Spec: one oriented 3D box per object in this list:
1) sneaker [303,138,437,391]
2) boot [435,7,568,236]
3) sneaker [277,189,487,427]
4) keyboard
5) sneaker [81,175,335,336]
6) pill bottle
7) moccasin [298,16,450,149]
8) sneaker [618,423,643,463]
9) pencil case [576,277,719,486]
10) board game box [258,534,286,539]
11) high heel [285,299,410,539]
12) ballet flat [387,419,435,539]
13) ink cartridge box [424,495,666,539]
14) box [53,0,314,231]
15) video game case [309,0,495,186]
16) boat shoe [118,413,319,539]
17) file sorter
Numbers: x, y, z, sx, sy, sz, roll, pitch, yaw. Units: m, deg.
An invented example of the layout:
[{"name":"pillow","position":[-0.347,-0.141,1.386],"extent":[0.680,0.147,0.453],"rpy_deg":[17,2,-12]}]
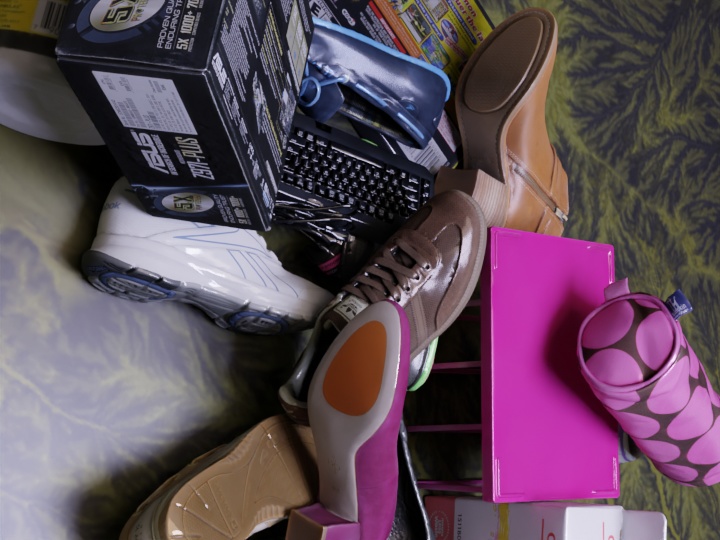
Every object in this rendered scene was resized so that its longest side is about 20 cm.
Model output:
[{"name":"sneaker","position":[0.000,0.000,0.889],"extent":[0.083,0.077,0.201],"rpy_deg":[-15,83,-33]},{"name":"boot","position":[0.143,-0.109,0.989],"extent":[0.154,0.073,0.201],"rpy_deg":[22,93,-49]},{"name":"sneaker","position":[0.016,0.029,0.804],"extent":[0.201,0.070,0.075],"rpy_deg":[-57,153,8]},{"name":"keyboard","position":[-0.028,-0.067,0.824],"extent":[0.199,0.040,0.105],"rpy_deg":[18,63,-23]},{"name":"sneaker","position":[-0.095,-0.008,0.812],"extent":[0.199,0.074,0.088],"rpy_deg":[23,64,-35]},{"name":"pill bottle","position":[-0.181,-0.193,0.740],"extent":[0.114,0.114,0.202],"rpy_deg":[22,70,-34]},{"name":"moccasin","position":[-0.022,-0.142,0.862],"extent":[0.199,0.080,0.069],"rpy_deg":[14,83,-19]},{"name":"sneaker","position":[0.215,0.071,1.017],"extent":[0.072,0.114,0.202],"rpy_deg":[-3,84,-37]},{"name":"pencil case","position":[0.237,0.092,0.895],"extent":[0.200,0.090,0.094],"rpy_deg":[49,21,-47]},{"name":"board game box","position":[-0.076,0.294,0.800],"extent":[0.152,0.040,0.202],"rpy_deg":[0,84,-38]},{"name":"high heel","position":[0.011,0.113,0.790],"extent":[0.096,0.067,0.202],"rpy_deg":[-2,108,-53]},{"name":"ballet flat","position":[0.017,0.174,0.873],"extent":[0.066,0.057,0.202],"rpy_deg":[-17,91,-13]},{"name":"ink cartridge box","position":[0.134,0.233,0.872],"extent":[0.067,0.199,0.118],"rpy_deg":[9,77,-37]},{"name":"box","position":[-0.094,-0.141,0.694],"extent":[0.085,0.200,0.165],"rpy_deg":[8,70,9]},{"name":"video game case","position":[0.042,-0.188,0.973],"extent":[0.200,0.025,0.181],"rpy_deg":[53,56,-19]},{"name":"boat shoe","position":[-0.091,0.151,0.792],"extent":[0.200,0.069,0.074],"rpy_deg":[-16,86,-60]},{"name":"file sorter","position":[0.114,0.079,0.926],"extent":[0.138,0.125,0.202],"rpy_deg":[7,80,-37]}]
